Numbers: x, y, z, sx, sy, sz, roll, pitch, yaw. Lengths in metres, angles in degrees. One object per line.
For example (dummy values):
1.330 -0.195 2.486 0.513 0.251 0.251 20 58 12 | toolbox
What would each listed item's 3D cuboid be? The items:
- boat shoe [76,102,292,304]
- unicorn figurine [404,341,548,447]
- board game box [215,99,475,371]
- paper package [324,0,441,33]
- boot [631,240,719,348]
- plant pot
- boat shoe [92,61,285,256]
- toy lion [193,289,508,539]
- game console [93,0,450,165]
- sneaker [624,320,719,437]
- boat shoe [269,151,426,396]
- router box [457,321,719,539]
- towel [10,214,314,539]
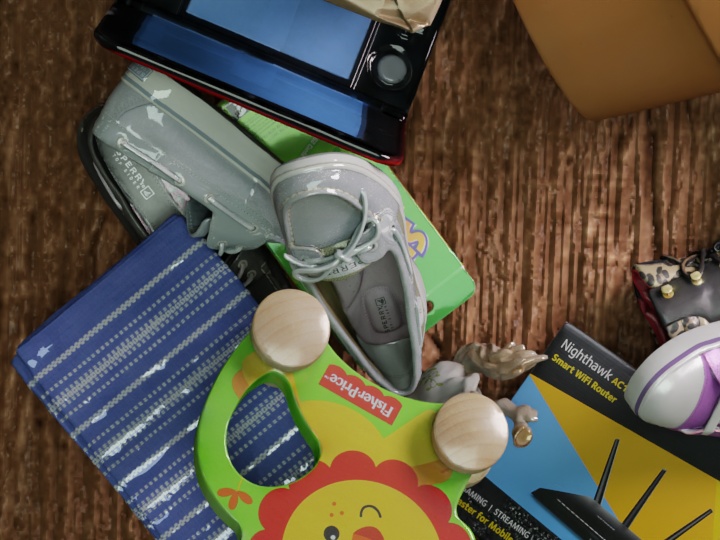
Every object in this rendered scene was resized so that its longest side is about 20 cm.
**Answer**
-0.112 -0.023 1.576 0.067 0.057 0.200 -40 96 1 | boat shoe
0.023 0.113 1.577 0.199 0.137 0.074 -30 118 -20 | unicorn figurine
-0.019 -0.039 1.596 0.095 0.030 0.200 -37 94 2 | board game box
0.023 -0.259 1.450 0.103 0.200 0.192 20 105 -7 | paper package
0.248 -0.021 1.590 0.150 0.073 0.201 -21 103 -3 | boot
0.175 -0.183 1.519 0.140 0.200 0.201 -27 97 16 | plant pot
-0.084 -0.051 1.526 0.201 0.070 0.072 39 94 -28 | boat shoe
-0.014 0.139 1.456 0.199 0.069 0.192 30 71 1 | toy lion
-0.047 -0.162 1.515 0.199 0.119 0.173 23 75 -5 | game console
0.265 0.091 1.508 0.199 0.114 0.073 0 130 -30 | sneaker
-0.001 0.001 1.495 0.074 0.202 0.065 -15 53 6 | boat shoe
0.172 0.151 1.571 0.200 0.051 0.150 35 90 20 | router box
-0.106 0.081 1.527 0.145 0.024 0.200 -40 79 -2 | towel
